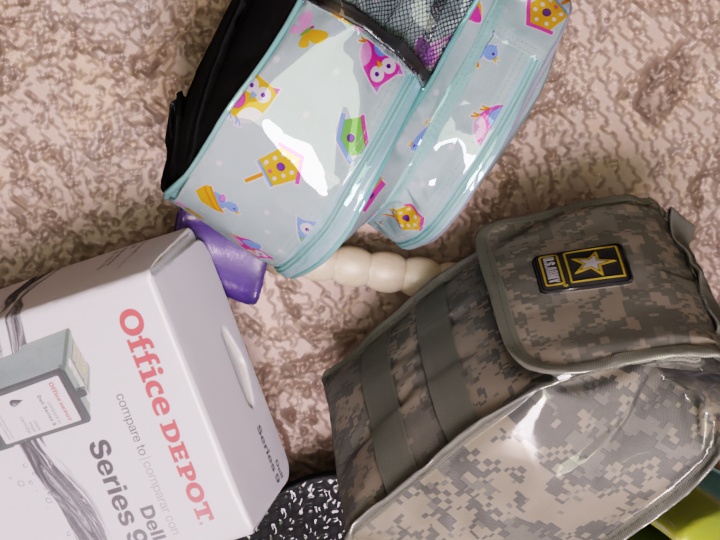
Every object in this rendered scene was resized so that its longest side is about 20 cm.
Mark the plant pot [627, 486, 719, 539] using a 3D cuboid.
[{"bbox_3d":[0.148,0.215,1.077,0.181,0.200,0.199,-45,101,-3],"label":"plant pot"}]

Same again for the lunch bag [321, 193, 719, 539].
[{"bbox_3d":[0.087,0.057,1.029,0.200,0.164,0.118,-40,114,15],"label":"lunch bag"}]

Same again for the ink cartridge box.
[{"bbox_3d":[-0.156,0.081,1.082,0.199,0.084,0.147,-19,101,16],"label":"ink cartridge box"}]

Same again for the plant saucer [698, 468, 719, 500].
[{"bbox_3d":[0.149,0.195,1.181,0.199,0.027,0.201,-1,101,-5],"label":"plant saucer"}]

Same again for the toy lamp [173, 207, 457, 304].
[{"bbox_3d":[0.000,0.000,1.118,0.199,0.058,0.059,11,100,-7],"label":"toy lamp"}]

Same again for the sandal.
[{"bbox_3d":[-0.053,0.174,1.157,0.075,0.048,0.200,39,108,-11],"label":"sandal"}]

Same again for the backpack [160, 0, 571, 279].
[{"bbox_3d":[-0.003,-0.089,1.028,0.153,0.176,0.200,39,79,-8],"label":"backpack"}]
